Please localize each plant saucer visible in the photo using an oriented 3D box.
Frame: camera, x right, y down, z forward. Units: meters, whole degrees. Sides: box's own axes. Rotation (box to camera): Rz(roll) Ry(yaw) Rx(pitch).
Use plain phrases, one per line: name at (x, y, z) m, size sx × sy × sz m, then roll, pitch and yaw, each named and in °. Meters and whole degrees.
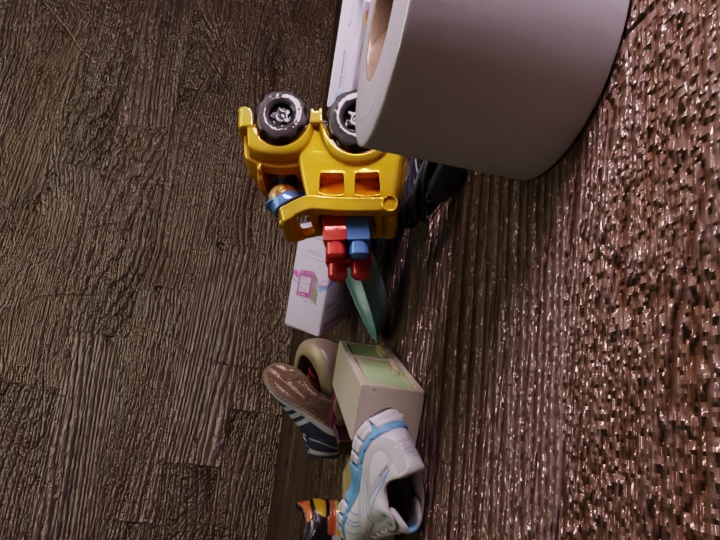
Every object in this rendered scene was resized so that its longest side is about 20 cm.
plant saucer at (0.000, 0.000, 0.861) m, size 0.200 × 0.035 × 0.204 m, roll 158°, pitch 91°, yaw -83°

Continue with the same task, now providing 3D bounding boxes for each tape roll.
tape roll at (0.081, -0.181, 0.434) m, size 0.203 × 0.136 × 0.208 m, roll -171°, pitch 90°, yaw -80°

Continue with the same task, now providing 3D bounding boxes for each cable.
cable at (0.078, -0.143, 0.669) m, size 0.201 × 0.049 × 0.166 m, roll 110°, pitch 163°, yaw -56°

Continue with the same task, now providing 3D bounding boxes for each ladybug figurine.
ladybug figurine at (-0.072, 0.204, 1.118) m, size 0.137 × 0.071 × 0.202 m, roll 55°, pitch 145°, yaw 27°

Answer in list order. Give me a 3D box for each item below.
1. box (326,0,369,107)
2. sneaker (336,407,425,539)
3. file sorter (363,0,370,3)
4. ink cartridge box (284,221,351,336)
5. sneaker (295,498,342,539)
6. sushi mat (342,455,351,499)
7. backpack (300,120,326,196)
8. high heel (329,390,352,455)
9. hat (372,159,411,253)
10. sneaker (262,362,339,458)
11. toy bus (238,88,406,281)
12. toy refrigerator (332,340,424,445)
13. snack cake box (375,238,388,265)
box at (0.019, -0.310, 0.912) m, size 0.199 × 0.040 × 0.160 m, roll -8°, pitch -71°, yaw -67°
sneaker at (0.026, 0.246, 0.600) m, size 0.087 × 0.073 × 0.204 m, roll 45°, pitch 140°, yaw 48°
file sorter at (0.073, -0.455, 0.767) m, size 0.140 × 0.121 × 0.203 m, roll -92°, pitch 14°, yaw -50°
ink cartridge box at (-0.069, 0.009, 1.158) m, size 0.144 × 0.083 × 0.205 m, roll -25°, pitch -49°, yaw -64°
sneaker at (-0.078, 0.471, 0.935) m, size 0.070 × 0.088 × 0.205 m, roll 120°, pitch 158°, yaw -64°
sushi mat at (-0.002, 0.297, 0.870) m, size 0.097 × 0.012 × 0.202 m, roll -89°, pitch 13°, yaw -46°
backpack at (-0.073, -0.235, 1.214) m, size 0.168 × 0.195 × 0.167 m, roll 129°, pitch 149°, yaw -71°
high heel at (-0.020, 0.188, 0.908) m, size 0.097 × 0.066 × 0.203 m, roll -102°, pitch 21°, yaw -49°
hat at (0.033, -0.128, 0.846) m, size 0.200 × 0.079 × 0.206 m, roll 171°, pitch 90°, yaw -81°
sneaker at (-0.102, 0.258, 1.057) m, size 0.070 × 0.198 × 0.110 m, roll -35°, pitch -34°, yaw -41°
toy bus at (-0.042, -0.088, 0.673) m, size 0.136 × 0.194 × 0.197 m, roll 80°, pitch -168°, yaw -77°
toy refrigerator at (0.016, 0.141, 0.721) m, size 0.200 × 0.074 × 0.072 m, roll -144°, pitch 64°, yaw -80°
snack cake box at (0.004, -0.093, 1.025) m, size 0.116 × 0.066 × 0.203 m, roll 111°, pitch 164°, yaw -46°
